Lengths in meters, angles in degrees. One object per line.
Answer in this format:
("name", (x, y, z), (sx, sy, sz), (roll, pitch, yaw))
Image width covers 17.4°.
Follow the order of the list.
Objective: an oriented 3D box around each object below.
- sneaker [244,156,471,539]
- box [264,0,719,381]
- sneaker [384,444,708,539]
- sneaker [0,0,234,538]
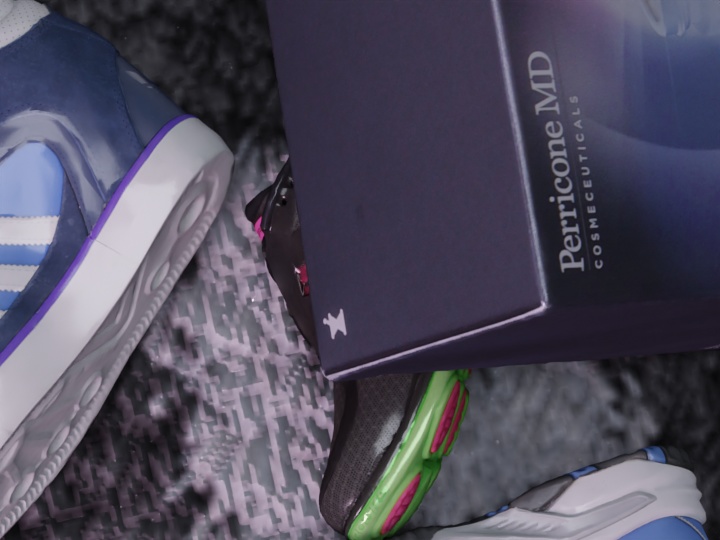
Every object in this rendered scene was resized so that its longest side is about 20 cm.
("sneaker", (0.000, 0.000, 0.836), (0.083, 0.077, 0.202), (2, 71, 4))
("box", (0.082, -0.075, 0.780), (0.197, 0.123, 0.202), (-3, 80, -36))
("sneaker", (0.034, 0.127, 0.810), (0.199, 0.076, 0.078), (-21, 78, -5))
("sneaker", (-0.152, -0.003, 0.824), (0.146, 0.081, 0.201), (33, 83, 13))
